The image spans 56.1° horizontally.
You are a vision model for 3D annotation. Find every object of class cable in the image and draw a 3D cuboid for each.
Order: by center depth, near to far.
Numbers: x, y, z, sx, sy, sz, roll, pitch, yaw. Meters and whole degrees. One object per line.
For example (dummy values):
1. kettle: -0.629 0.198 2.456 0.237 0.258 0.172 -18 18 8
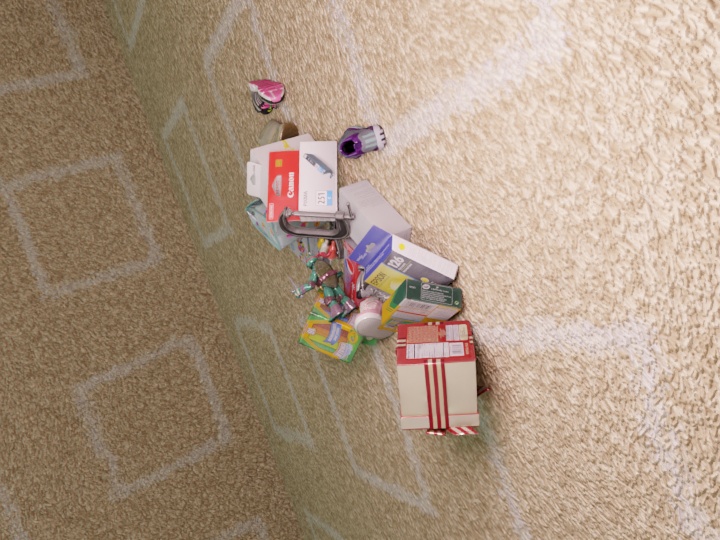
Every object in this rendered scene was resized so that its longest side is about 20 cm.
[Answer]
1. cable: -0.082 -0.101 1.852 0.097 0.050 0.201 46 149 33

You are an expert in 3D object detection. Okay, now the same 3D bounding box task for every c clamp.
1. c clamp: -0.103 -0.120 1.580 0.171 0.199 0.027 66 -152 -62

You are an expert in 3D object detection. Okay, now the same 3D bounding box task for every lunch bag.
1. lunch bag: -0.222 -0.172 1.937 0.200 0.170 0.122 38 152 48

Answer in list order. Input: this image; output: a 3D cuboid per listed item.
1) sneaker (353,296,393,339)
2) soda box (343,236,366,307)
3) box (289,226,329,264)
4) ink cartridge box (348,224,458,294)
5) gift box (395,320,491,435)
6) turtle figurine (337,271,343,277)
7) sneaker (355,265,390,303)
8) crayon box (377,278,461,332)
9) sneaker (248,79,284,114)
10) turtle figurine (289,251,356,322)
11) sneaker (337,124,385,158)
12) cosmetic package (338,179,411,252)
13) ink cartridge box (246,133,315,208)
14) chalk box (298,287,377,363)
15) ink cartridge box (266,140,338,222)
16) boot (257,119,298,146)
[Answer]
1. sneaker: 0.022 0.107 1.704 0.105 0.075 0.200 68 -166 21
2. soda box: 0.000 0.000 1.741 0.063 0.070 0.201 50 151 38
3. box: -0.159 -0.090 2.036 0.200 0.041 0.156 43 146 45
4. ink cartridge box: 0.082 -0.004 1.462 0.199 0.047 0.198 23 155 -8
5. gift box: 0.173 0.229 1.406 0.185 0.199 0.188 -72 -21 -62
6. turtle figurine: -0.055 0.106 1.922 0.150 0.100 0.201 -1 103 64
7. sneaker: 0.049 0.067 1.639 0.201 0.115 0.075 64 155 10
8. crayon box: 0.124 0.084 1.480 0.200 0.125 0.052 126 152 -61
9. sneaker: -0.257 -0.476 1.884 0.200 0.073 0.088 40 143 55
10. turtle figurine: -0.099 0.032 1.728 0.200 0.149 0.101 54 138 13
11. sneaker: -0.025 -0.288 1.535 0.200 0.087 0.075 0 109 64
12. cosmetic package: 0.030 -0.107 1.581 0.200 0.081 0.113 50 150 33
13. ink cartridge box: -0.199 -0.254 1.786 0.125 0.199 0.129 53 152 30
14. chalk box: -0.046 0.155 1.817 0.199 0.124 0.125 22 126 -2
15. ink cartridge box: -0.143 -0.217 1.649 0.045 0.175 0.201 84 -176 -69
16. boot: -0.248 -0.328 1.927 0.155 0.072 0.201 31 108 56
